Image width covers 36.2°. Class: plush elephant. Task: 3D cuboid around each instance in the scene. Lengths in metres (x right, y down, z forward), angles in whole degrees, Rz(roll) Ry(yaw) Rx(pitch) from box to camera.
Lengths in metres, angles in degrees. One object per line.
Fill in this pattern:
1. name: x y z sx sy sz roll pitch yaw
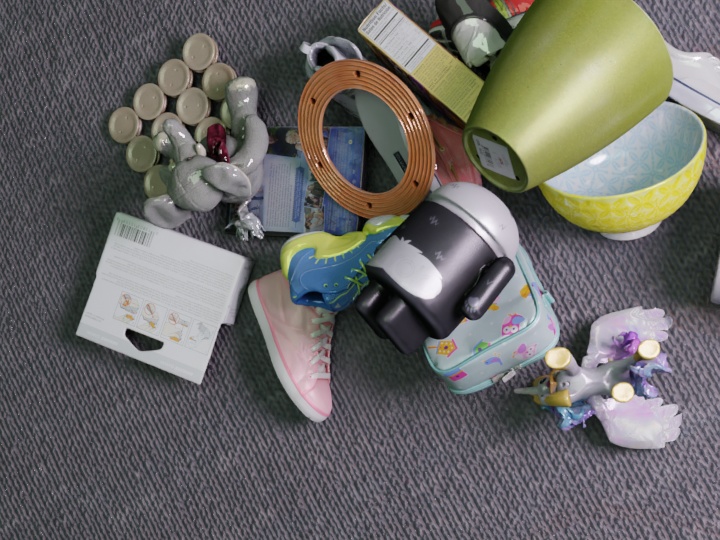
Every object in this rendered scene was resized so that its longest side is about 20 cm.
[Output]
1. plush elephant: -0.195 -0.129 1.368 0.164 0.155 0.202 -24 83 19

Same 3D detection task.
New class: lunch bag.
1. lunch bag: 0.143 0.041 1.294 0.159 0.077 0.201 -27 45 11

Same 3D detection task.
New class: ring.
1. ring: 0.008 -0.155 1.314 0.199 0.019 0.202 20 126 31

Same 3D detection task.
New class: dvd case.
1. dvd case: -0.083 -0.114 1.421 0.198 0.018 0.144 4 88 26

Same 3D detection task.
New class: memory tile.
1. memory tile: -0.240 -0.203 1.478 0.200 0.017 0.154 -39 75 16

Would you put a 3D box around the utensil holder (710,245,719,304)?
1. utensil holder: 0.497 -0.023 1.203 0.198 0.170 0.172 12 88 16

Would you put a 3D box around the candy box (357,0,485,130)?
1. candy box: 0.094 -0.237 1.354 0.200 0.117 0.057 44 95 15

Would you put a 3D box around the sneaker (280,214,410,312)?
1. sneaker: 0.000 0.000 1.329 0.198 0.076 0.106 -11 60 15

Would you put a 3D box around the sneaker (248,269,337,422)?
1. sneaker: -0.061 0.082 1.388 0.104 0.075 0.202 -28 75 16

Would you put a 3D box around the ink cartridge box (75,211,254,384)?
1. ink cartridge box: -0.259 0.036 1.462 0.198 0.044 0.175 19 91 15

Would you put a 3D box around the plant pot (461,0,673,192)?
1. plant pot: 0.208 -0.184 1.209 0.187 0.187 0.200 39 71 14

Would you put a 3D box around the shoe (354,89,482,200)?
1. shoe: 0.072 -0.165 1.340 0.091 0.071 0.201 -32 97 -32

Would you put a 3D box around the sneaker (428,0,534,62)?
1. sneaker: 0.182 -0.316 1.372 0.198 0.077 0.086 -7 63 13

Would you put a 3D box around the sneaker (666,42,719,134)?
1. sneaker: 0.403 -0.217 1.293 0.199 0.073 0.071 36 98 15

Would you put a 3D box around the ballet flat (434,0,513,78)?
1. ballet flat: 0.162 -0.254 1.311 0.200 0.069 0.068 41 128 -21

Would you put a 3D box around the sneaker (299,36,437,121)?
1. sneaker: 0.007 -0.222 1.376 0.199 0.115 0.075 36 95 15

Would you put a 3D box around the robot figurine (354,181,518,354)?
1. robot figurine: 0.087 -0.004 1.225 0.150 0.125 0.200 41 80 10

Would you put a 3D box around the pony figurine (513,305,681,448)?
1. pony figurine: 0.280 0.122 1.254 0.191 0.200 0.168 -6 78 -1

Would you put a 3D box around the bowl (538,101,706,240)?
1. bowl: 0.304 -0.101 1.279 0.198 0.201 0.108 -9 126 14
